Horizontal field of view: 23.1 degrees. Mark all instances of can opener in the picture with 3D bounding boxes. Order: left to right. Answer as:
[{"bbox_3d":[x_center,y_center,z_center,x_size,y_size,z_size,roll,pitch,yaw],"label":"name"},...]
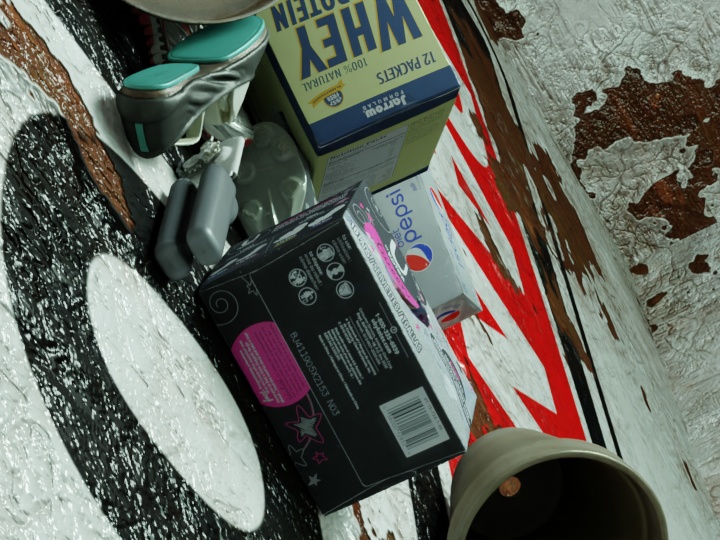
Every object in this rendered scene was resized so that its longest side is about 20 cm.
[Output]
[{"bbox_3d":[-0.112,-0.046,1.310,0.067,0.052,0.200,60,14,-19],"label":"can opener"}]

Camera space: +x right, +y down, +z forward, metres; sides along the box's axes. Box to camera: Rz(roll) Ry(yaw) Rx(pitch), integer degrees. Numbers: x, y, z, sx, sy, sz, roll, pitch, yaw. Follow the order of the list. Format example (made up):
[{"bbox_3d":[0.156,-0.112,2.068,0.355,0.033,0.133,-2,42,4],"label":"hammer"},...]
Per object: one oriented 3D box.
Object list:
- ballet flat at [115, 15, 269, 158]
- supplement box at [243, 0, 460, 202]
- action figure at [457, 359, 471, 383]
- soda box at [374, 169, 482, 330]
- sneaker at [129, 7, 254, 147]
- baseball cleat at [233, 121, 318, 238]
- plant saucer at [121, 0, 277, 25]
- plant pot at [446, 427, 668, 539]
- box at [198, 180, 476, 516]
[{"bbox_3d":[-0.129,-0.138,1.347,0.200,0.067,0.069,-43,136,-56],"label":"ballet flat"},{"bbox_3d":[-0.027,-0.181,1.536,0.201,0.133,0.200,63,-13,12],"label":"supplement box"},{"bbox_3d":[0.062,0.110,1.672,0.052,0.065,0.200,49,10,11],"label":"action figure"},{"bbox_3d":[0.066,-0.035,1.944,0.063,0.068,0.201,38,28,-59],"label":"soda box"},{"bbox_3d":[-0.133,-0.194,1.440,0.202,0.082,0.078,66,13,6],"label":"sneaker"},{"bbox_3d":[-0.057,-0.021,1.479,0.106,0.069,0.202,45,31,-73],"label":"baseball cleat"},{"bbox_3d":[-0.141,-0.273,1.413,0.032,0.198,0.202,118,-43,-57],"label":"plant saucer"},{"bbox_3d":[0.161,0.229,1.616,0.201,0.199,0.174,59,-2,-19],"label":"plant pot"},{"bbox_3d":[-0.011,0.056,1.333,0.201,0.131,0.115,61,15,-13],"label":"box"}]
